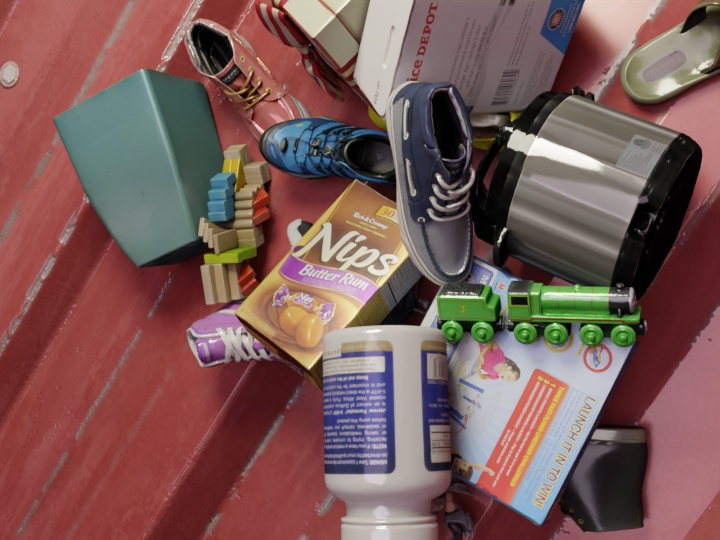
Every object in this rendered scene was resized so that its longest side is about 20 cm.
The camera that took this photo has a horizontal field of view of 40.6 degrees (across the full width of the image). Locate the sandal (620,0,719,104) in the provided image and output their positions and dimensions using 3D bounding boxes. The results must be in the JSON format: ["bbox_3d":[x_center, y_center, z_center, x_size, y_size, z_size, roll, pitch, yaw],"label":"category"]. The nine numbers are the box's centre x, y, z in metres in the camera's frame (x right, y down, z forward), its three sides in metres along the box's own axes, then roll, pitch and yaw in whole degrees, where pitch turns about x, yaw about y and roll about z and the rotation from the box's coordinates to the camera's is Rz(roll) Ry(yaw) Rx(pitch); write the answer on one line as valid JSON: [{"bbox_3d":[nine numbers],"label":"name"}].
[{"bbox_3d":[0.353,-0.236,0.972,0.200,0.057,0.080,-36,74,17],"label":"sandal"}]

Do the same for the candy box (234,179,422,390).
[{"bbox_3d":[-0.022,0.011,1.023,0.116,0.057,0.200,32,72,30],"label":"candy box"}]

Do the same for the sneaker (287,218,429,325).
[{"bbox_3d":[0.000,0.000,1.101,0.113,0.076,0.201,-32,58,-2],"label":"sneaker"}]

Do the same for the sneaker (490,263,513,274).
[{"bbox_3d":[0.105,0.086,1.060,0.081,0.075,0.202,17,87,37],"label":"sneaker"}]

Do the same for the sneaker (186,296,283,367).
[{"bbox_3d":[-0.118,0.084,1.086,0.199,0.114,0.073,3,110,47],"label":"sneaker"}]

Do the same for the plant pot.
[{"bbox_3d":[-0.245,-0.113,1.177,0.140,0.141,0.202,-22,86,20],"label":"plant pot"}]

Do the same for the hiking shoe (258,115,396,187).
[{"bbox_3d":[-0.022,-0.139,1.089,0.198,0.087,0.075,7,88,9],"label":"hiking shoe"}]

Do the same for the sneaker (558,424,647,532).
[{"bbox_3d":[0.193,0.212,1.001,0.198,0.075,0.108,-2,83,21],"label":"sneaker"}]

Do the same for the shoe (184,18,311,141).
[{"bbox_3d":[-0.134,-0.213,1.155,0.071,0.091,0.201,-40,73,15],"label":"shoe"}]

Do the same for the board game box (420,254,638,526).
[{"bbox_3d":[0.142,0.112,0.964,0.195,0.056,0.201,28,91,21],"label":"board game box"}]

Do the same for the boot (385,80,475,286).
[{"bbox_3d":[0.074,-0.075,0.903,0.072,0.090,0.202,-20,104,-14],"label":"boot"}]

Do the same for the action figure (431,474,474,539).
[{"bbox_3d":[0.051,0.279,1.036,0.129,0.070,0.202,16,114,-7],"label":"action figure"}]

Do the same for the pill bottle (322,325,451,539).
[{"bbox_3d":[0.024,0.157,0.903,0.118,0.120,0.202,-5,79,22],"label":"pill bottle"}]

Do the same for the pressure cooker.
[{"bbox_3d":[0.212,-0.081,0.954,0.199,0.175,0.180,25,114,23],"label":"pressure cooker"}]

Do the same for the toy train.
[{"bbox_3d":[0.165,0.038,0.908,0.198,0.042,0.057,0,113,20],"label":"toy train"}]

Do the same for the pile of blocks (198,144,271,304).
[{"bbox_3d":[-0.141,-0.058,1.143,0.062,0.082,0.202,-3,76,23],"label":"pile of blocks"}]

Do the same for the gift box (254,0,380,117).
[{"bbox_3d":[-0.009,-0.298,1.054,0.187,0.184,0.200,-44,51,5],"label":"gift box"}]

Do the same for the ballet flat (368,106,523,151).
[{"bbox_3d":[0.091,-0.176,1.073,0.198,0.067,0.068,16,94,23],"label":"ballet flat"}]

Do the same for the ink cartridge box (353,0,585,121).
[{"bbox_3d":[0.107,-0.236,0.969,0.086,0.198,0.147,60,147,40],"label":"ink cartridge box"}]
